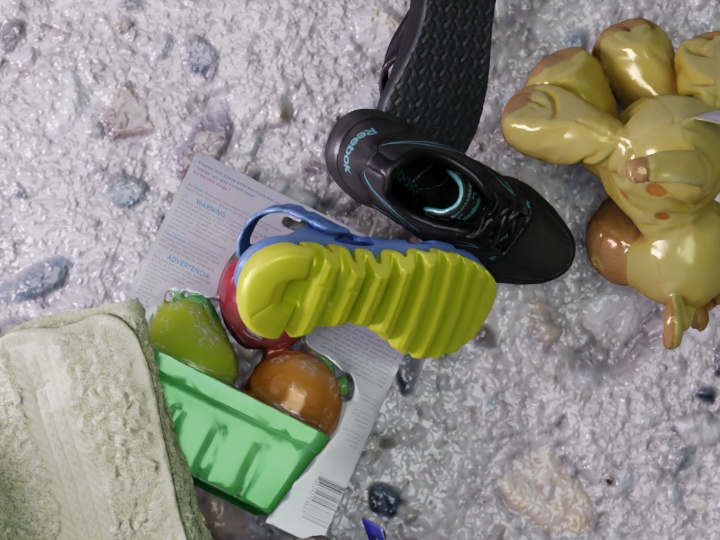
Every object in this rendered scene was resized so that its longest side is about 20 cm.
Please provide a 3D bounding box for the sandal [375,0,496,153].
[{"bbox_3d":[0.051,-0.150,1.120,0.075,0.048,0.203,13,93,-27],"label":"sandal"}]

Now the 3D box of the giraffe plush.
[{"bbox_3d":[0.200,-0.050,1.101,0.172,0.200,0.163,-28,127,-21],"label":"giraffe plush"}]

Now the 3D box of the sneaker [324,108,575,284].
[{"bbox_3d":[0.067,-0.035,1.086,0.199,0.079,0.076,24,96,-29],"label":"sneaker"}]

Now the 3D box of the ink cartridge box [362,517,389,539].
[{"bbox_3d":[0.012,0.263,1.065,0.076,0.136,0.202,10,88,-14],"label":"ink cartridge box"}]

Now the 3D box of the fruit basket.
[{"bbox_3d":[-0.069,0.051,1.098,0.184,0.094,0.202,26,70,-6],"label":"fruit basket"}]

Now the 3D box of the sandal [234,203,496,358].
[{"bbox_3d":[0.000,0.000,1.057,0.198,0.087,0.080,13,114,-35],"label":"sandal"}]

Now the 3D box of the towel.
[{"bbox_3d":[-0.175,0.128,1.020,0.147,0.036,0.202,-16,91,6],"label":"towel"}]

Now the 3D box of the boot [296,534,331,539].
[{"bbox_3d":[-0.083,0.258,0.975,0.149,0.073,0.202,2,93,-29],"label":"boot"}]
